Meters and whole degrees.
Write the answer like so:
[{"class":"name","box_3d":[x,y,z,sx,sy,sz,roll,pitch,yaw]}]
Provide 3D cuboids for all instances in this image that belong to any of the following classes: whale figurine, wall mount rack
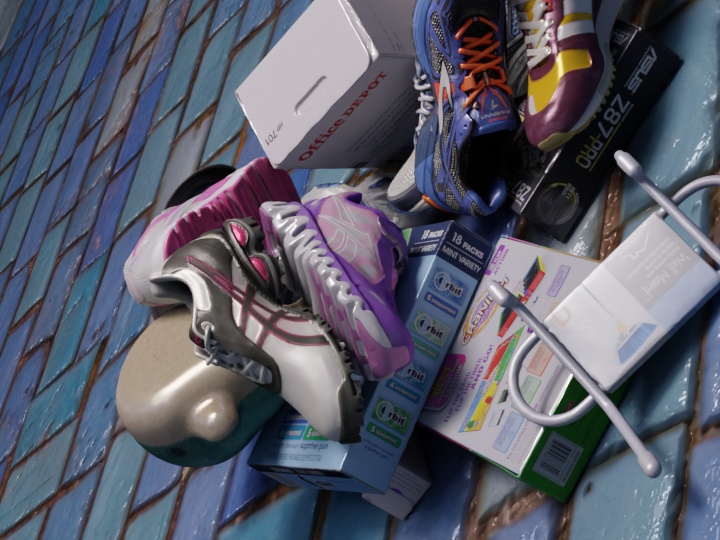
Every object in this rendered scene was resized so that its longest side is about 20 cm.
[{"class":"whale figurine","box_3d":[-0.087,0.080,1.457,0.199,0.104,0.159,-22,36,21]},{"class":"wall mount rack","box_3d":[0.174,0.029,1.153,0.200,0.075,0.174,-45,60,6]}]

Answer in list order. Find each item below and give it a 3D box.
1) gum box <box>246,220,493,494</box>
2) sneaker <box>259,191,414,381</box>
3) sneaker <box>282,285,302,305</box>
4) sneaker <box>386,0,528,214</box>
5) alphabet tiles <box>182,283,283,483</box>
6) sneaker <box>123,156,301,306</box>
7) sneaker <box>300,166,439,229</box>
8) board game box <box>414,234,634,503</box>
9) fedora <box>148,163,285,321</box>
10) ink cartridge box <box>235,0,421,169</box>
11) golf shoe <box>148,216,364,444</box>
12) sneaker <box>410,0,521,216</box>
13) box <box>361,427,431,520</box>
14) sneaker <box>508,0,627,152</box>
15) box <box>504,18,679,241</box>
[{"class":"gum box","box_3d":[0.005,0.066,1.430,0.170,0.044,0.201,-9,54,64]},{"class":"sneaker","box_3d":[0.000,0.000,1.368,0.088,0.081,0.200,-19,37,-14]},{"class":"sneaker","box_3d":[-0.045,0.029,1.606,0.146,0.077,0.203,-120,45,-67]},{"class":"sneaker","box_3d":[0.069,-0.137,1.471,0.200,0.085,0.077,-56,21,13]},{"class":"alphabet tiles","box_3d":[-0.100,0.058,1.616,0.168,0.008,0.200,-79,15,-52]},{"class":"sneaker","box_3d":[-0.119,-0.030,1.519,0.088,0.082,0.200,-16,9,37]},{"class":"sneaker","box_3d":[-0.010,-0.027,1.651,0.200,0.075,0.088,-22,43,58]},{"class":"board game box","box_3d":[0.116,0.060,1.303,0.153,0.040,0.200,-61,21,-3]},{"class":"fedora","box_3d":[-0.107,-0.008,1.766,0.090,0.177,0.200,-5,30,30]},{"class":"ink cartridge box","box_3d":[0.021,-0.156,1.571,0.146,0.199,0.086,-44,63,35]},{"class":"golf shoe","box_3d":[-0.070,0.054,1.342,0.200,0.088,0.077,51,152,31]},{"class":"sneaker","box_3d":[0.086,-0.129,1.385,0.078,0.075,0.201,37,136,55]},{"class":"box","box_3d":[0.014,0.113,1.464,0.039,0.041,0.200,-52,23,18]},{"class":"sneaker","box_3d":[0.135,-0.178,1.372,0.075,0.090,0.201,-30,35,48]},{"class":"box","box_3d":[0.146,-0.124,1.464,0.162,0.049,0.200,-56,22,4]}]
